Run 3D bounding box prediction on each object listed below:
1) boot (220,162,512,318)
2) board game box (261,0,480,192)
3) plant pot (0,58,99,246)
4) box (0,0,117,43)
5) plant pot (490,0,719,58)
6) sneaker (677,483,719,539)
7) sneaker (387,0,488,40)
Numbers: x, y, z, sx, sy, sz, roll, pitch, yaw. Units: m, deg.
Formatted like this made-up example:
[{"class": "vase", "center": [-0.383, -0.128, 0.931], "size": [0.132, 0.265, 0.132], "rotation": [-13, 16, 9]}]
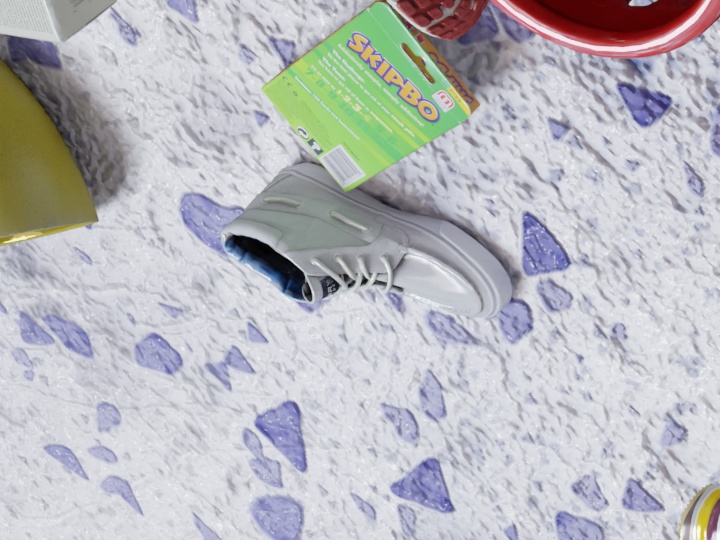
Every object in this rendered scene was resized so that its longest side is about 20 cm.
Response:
[{"class": "boot", "center": [0.000, 0.000, 1.831], "size": [0.200, 0.096, 0.074], "rotation": [25, 138, 26]}, {"class": "board game box", "center": [0.007, -0.118, 1.749], "size": [0.096, 0.030, 0.200], "rotation": [51, 155, -6]}, {"class": "plant pot", "center": [-0.311, -0.086, 2.004], "size": [0.200, 0.200, 0.142], "rotation": [-12, 90, 49]}, {"class": "box", "center": [-0.277, -0.224, 1.917], "size": [0.200, 0.068, 0.082], "rotation": [14, 132, 37]}, {"class": "plant pot", "center": [0.154, -0.238, 1.388], "size": [0.200, 0.182, 0.201], "rotation": [26, 138, 26]}, {"class": "sneaker", "center": [0.281, 0.240, 1.798], "size": [0.090, 0.075, 0.200], "rotation": [11, 132, 45]}, {"class": "sneaker", "center": [0.007, -0.229, 1.647], "size": [0.200, 0.078, 0.082], "rotation": [50, 170, -12]}]
